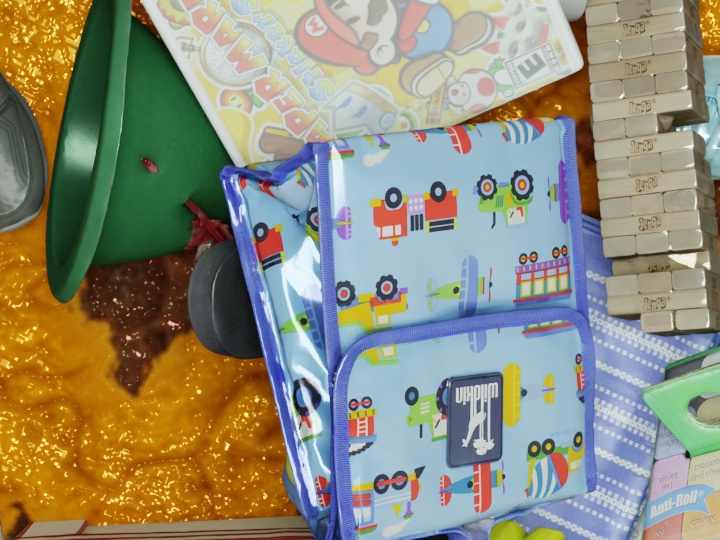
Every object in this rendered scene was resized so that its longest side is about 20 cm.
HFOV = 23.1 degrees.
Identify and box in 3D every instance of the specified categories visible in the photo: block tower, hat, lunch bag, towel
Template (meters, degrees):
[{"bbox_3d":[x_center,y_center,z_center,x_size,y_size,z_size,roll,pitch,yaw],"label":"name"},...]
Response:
[{"bbox_3d":[0.154,-0.067,0.922,0.054,0.058,0.202,-6,84,20],"label":"block tower"},{"bbox_3d":[-0.065,-0.047,0.925,0.175,0.200,0.167,10,51,-17],"label":"hat"},{"bbox_3d":[0.032,0.037,0.835,0.150,0.094,0.202,-9,90,-33],"label":"lunch bag"},{"bbox_3d":[0.103,0.069,0.961,0.144,0.024,0.201,24,87,13],"label":"towel"}]

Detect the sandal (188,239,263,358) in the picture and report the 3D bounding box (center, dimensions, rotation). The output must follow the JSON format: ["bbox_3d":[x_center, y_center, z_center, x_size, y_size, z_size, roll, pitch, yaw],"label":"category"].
[{"bbox_3d":[0.000,0.001,0.906,0.200,0.043,0.077,-25,113,-42],"label":"sandal"}]

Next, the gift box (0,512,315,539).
[{"bbox_3d":[-0.110,0.209,0.882,0.185,0.200,0.186,-3,85,-2],"label":"gift box"}]

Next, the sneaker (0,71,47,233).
[{"bbox_3d":[-0.232,-0.110,0.931,0.075,0.079,0.201,-29,93,-3],"label":"sneaker"}]

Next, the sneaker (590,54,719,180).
[{"bbox_3d":[0.228,-0.082,0.956,0.198,0.082,0.075,4,89,-2],"label":"sneaker"}]

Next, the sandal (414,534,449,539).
[{"bbox_3d":[0.038,0.068,0.900,0.076,0.043,0.201,18,58,15],"label":"sandal"}]

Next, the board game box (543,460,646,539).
[{"bbox_3d":[0.144,0.241,0.979,0.200,0.026,0.200,42,87,-2],"label":"board game box"}]

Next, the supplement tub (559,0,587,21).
[{"bbox_3d":[0.010,-0.180,0.915,0.198,0.140,0.142,-7,90,-3],"label":"supplement tub"}]

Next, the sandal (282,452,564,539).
[{"bbox_3d":[0.039,0.152,0.923,0.199,0.087,0.079,34,53,25],"label":"sandal"}]

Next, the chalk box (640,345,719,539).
[{"bbox_3d":[0.225,0.109,0.881,0.199,0.124,0.125,33,55,-29],"label":"chalk box"}]

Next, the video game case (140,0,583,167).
[{"bbox_3d":[-0.009,-0.142,0.838,0.181,0.023,0.201,-23,126,9],"label":"video game case"}]
